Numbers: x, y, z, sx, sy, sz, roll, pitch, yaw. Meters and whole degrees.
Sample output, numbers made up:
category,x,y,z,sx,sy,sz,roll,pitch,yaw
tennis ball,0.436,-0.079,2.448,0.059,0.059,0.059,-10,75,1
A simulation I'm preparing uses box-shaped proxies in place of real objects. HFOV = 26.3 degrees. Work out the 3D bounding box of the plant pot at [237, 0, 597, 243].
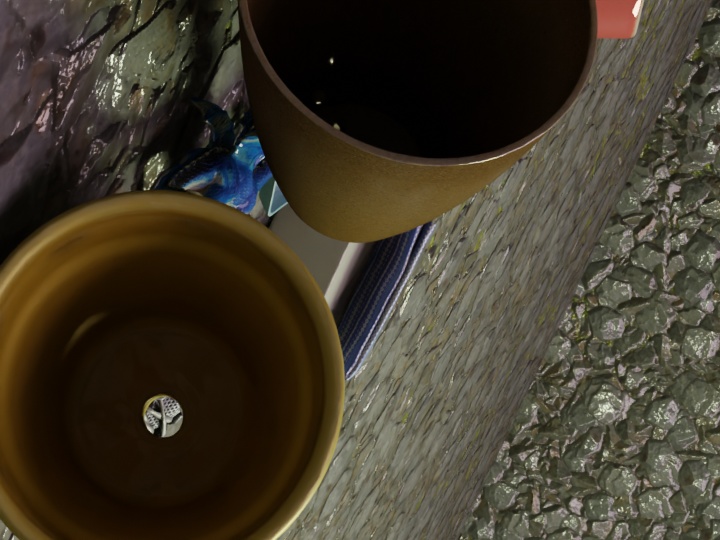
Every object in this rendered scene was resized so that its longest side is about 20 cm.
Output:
category,x,y,z,sx,sy,sz,roll,pitch,yaw
plant pot,0.013,-0.097,0.854,0.187,0.185,0.200,-56,175,-26

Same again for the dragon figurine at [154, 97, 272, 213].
category,x,y,z,sx,sy,sz,roll,pitch,yaw
dragon figurine,-0.084,-0.070,0.953,0.100,0.058,0.200,-63,166,-2

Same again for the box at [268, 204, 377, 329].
category,x,y,z,sx,sy,sz,roll,pitch,yaw
box,-0.046,0.012,1.208,0.202,0.068,0.082,-65,165,6

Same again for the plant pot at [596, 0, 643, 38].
category,x,y,z,sx,sy,sz,roll,pitch,yaw
plant pot,0.110,-0.239,1.016,0.200,0.175,0.203,13,90,-83

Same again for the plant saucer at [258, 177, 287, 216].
category,x,y,z,sx,sy,sz,roll,pitch,yaw
plant saucer,-0.036,-0.134,1.083,0.070,0.019,0.201,-40,152,-46

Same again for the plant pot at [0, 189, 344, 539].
category,x,y,z,sx,sy,sz,roll,pitch,yaw
plant pot,-0.114,0.073,0.866,0.202,0.199,0.189,-60,180,-11

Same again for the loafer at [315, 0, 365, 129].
category,x,y,z,sx,sy,sz,roll,pitch,yaw
loafer,-0.028,-0.140,0.971,0.201,0.075,0.069,77,9,-55

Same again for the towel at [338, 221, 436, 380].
category,x,y,z,sx,sy,sz,roll,pitch,yaw
towel,0.000,0.000,1.273,0.146,0.024,0.200,-63,-165,6

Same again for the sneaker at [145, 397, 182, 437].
category,x,y,z,sx,sy,sz,roll,pitch,yaw
sneaker,-0.110,0.076,1.001,0.201,0.115,0.075,-59,165,-19
